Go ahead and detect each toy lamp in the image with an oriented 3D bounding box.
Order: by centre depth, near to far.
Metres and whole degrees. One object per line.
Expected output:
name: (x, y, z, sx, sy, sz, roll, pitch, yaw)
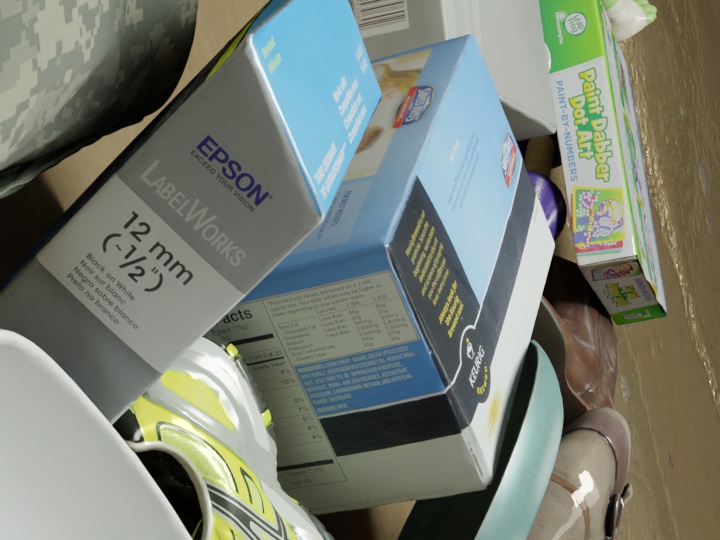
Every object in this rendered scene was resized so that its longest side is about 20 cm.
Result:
toy lamp: (0.119, -0.061, 1.208, 0.200, 0.058, 0.059, -64, 137, -66)

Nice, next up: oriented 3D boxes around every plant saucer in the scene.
plant saucer: (0.047, 0.128, 0.832, 0.027, 0.201, 0.201, 28, 36, -3)

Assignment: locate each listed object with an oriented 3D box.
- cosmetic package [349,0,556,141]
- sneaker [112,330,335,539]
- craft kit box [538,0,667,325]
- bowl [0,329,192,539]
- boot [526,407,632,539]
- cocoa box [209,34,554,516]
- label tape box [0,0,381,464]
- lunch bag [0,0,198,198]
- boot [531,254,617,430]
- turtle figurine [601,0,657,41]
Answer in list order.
cosmetic package: (0.050, -0.144, 1.074, 0.200, 0.089, 0.108, 22, 60, -67)
sneaker: (-0.057, 0.125, 0.725, 0.201, 0.075, 0.076, 61, 34, -13)
craft kit box: (0.173, -0.079, 1.226, 0.198, 0.048, 0.202, 47, 35, -71)
bowl: (-0.121, 0.145, 0.546, 0.201, 0.074, 0.201, -77, 147, -46)
boot: (0.089, 0.168, 0.901, 0.146, 0.070, 0.201, -49, 162, -39)
cocoa box: (0.000, 0.000, 0.822, 0.132, 0.132, 0.200, 65, 26, -26)
label tape box: (-0.044, -0.040, 0.627, 0.066, 0.200, 0.143, 45, 21, -10)
lunch bag: (-0.137, -0.101, 0.546, 0.200, 0.138, 0.169, -45, 121, -62)
boot: (0.130, 0.026, 1.215, 0.187, 0.064, 0.200, 61, 23, -24)
turtle figurine: (0.180, -0.295, 1.377, 0.201, 0.143, 0.195, -73, 148, -43)
